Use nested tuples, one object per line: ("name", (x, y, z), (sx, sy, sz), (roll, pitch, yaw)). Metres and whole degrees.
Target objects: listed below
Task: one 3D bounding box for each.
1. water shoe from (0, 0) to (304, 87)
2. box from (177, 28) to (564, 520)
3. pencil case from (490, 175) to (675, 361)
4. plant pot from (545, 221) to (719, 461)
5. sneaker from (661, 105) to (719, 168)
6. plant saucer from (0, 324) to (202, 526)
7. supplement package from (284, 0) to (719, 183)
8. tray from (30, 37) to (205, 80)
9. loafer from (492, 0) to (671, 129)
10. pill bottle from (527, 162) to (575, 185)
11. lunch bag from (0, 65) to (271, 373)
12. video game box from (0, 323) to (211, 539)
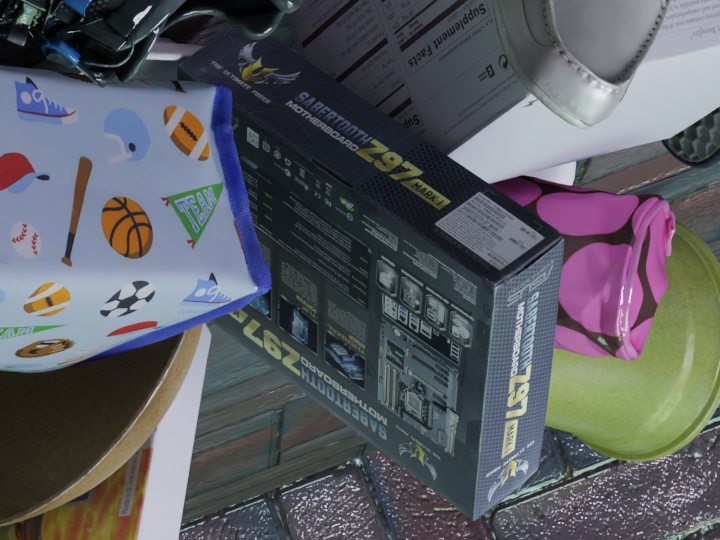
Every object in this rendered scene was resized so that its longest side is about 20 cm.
("water shoe", (-0.107, -0.107, 1.048), (0.200, 0.079, 0.071), (-16, 169, -28))
("box", (0.000, 0.000, 1.300), (0.051, 0.200, 0.158), (-35, 146, -31))
("pencil case", (0.060, -0.017, 1.416), (0.199, 0.091, 0.094), (15, -141, 23))
("plant pot", (0.163, 0.048, 2.241), (0.184, 0.201, 0.200), (6, 153, -46))
("sneaker", (0.233, -0.144, 1.431), (0.146, 0.077, 0.203), (-17, 141, -39))
("plant saucer", (-0.138, 0.038, 1.332), (0.200, 0.201, 0.035), (-27, 135, 28))
("supplement package", (0.096, -0.120, 1.329), (0.200, 0.111, 0.156), (-14, 168, -34))
("tray", (-0.163, -0.065, 1.330), (0.200, 0.022, 0.107), (-27, 170, 29))
("loafer", (0.100, -0.135, 1.153), (0.070, 0.070, 0.200), (-40, -154, 36))
("pill bottle", (0.058, -0.046, 1.642), (0.116, 0.117, 0.200), (-20, 171, -7))
("lunch bag", (-0.170, -0.015, 1.218), (0.170, 0.124, 0.200), (4, 159, -42))
("video game box", (-0.173, 0.102, 1.380), (0.182, 0.200, 0.047), (-14, 130, 17))
